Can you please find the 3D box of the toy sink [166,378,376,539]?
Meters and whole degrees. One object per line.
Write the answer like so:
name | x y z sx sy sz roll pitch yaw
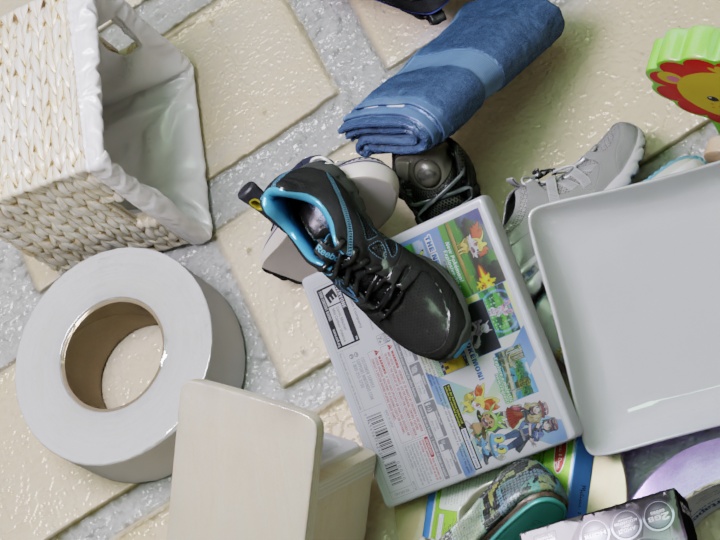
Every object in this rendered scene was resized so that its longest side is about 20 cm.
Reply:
toy sink | -0.070 0.184 1.450 0.130 0.112 0.201 13 105 27

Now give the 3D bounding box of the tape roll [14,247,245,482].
tape roll | -0.204 0.085 1.609 0.201 0.071 0.203 -8 67 20

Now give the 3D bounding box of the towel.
towel | 0.079 -0.167 1.526 0.111 0.049 0.200 1 36 49

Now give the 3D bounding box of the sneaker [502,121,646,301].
sneaker | 0.160 -0.060 1.469 0.082 0.075 0.200 40 64 5

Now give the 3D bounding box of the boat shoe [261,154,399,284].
boat shoe | -0.027 -0.069 1.538 0.200 0.074 0.093 -38 38 52

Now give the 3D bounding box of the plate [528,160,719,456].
plate | 0.247 0.025 1.402 0.199 0.032 0.201 -14 88 3

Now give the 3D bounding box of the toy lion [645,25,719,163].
toy lion | 0.325 -0.130 1.390 0.199 0.192 0.069 13 76 26

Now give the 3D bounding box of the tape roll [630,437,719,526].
tape roll | 0.289 0.227 1.341 0.199 0.066 0.201 -8 67 20

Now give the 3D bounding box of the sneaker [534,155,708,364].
sneaker | 0.223 -0.004 1.462 0.081 0.077 0.200 39 90 15

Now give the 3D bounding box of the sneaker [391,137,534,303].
sneaker | 0.077 -0.037 1.509 0.076 0.114 0.200 -26 64 14

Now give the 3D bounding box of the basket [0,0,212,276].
basket | -0.253 -0.125 1.639 0.160 0.198 0.201 -16 65 20

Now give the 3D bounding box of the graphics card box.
graphics card box | 0.198 0.270 1.300 0.125 0.051 0.201 -19 63 17

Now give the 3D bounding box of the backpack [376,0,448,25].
backpack | 0.024 -0.333 1.624 0.199 0.135 0.183 20 61 36

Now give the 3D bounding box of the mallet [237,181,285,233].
mallet | -0.014 -0.014 1.494 0.066 0.200 0.041 -28 33 30

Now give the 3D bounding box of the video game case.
video game case | 0.062 0.067 1.436 0.182 0.022 0.201 -24 83 29

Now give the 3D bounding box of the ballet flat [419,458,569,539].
ballet flat | 0.080 0.221 1.408 0.200 0.074 0.074 -42 60 14

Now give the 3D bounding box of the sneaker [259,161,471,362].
sneaker | 0.000 0.000 1.402 0.200 0.082 0.073 44 115 14

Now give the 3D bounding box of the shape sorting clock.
shape sorting clock | 0.119 0.183 1.446 0.199 0.039 0.201 -8 75 29
